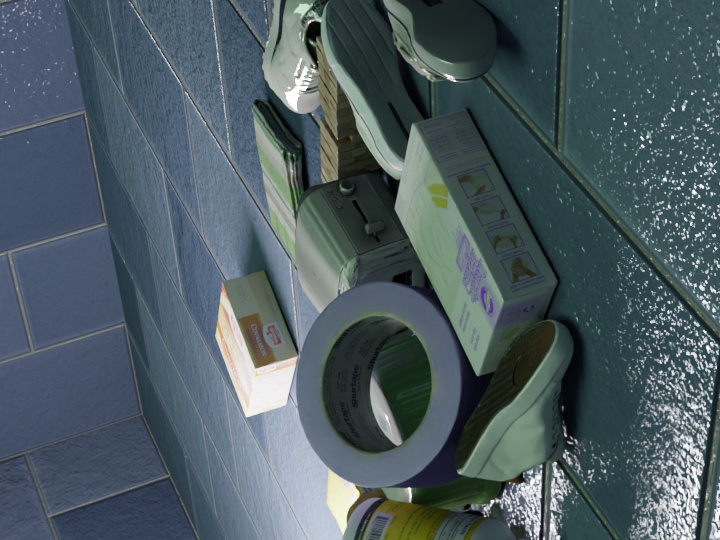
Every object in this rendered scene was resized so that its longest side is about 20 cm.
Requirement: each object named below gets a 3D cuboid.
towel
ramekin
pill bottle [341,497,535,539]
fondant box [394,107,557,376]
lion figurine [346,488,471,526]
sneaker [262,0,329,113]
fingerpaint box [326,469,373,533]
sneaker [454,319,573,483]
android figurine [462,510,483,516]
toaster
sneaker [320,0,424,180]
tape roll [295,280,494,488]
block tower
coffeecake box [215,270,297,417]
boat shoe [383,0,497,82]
[{"bbox_3d":[-0.100,-0.113,2.145,0.149,0.031,0.201,-123,20,-50],"label":"towel"},{"bbox_3d":[0.065,0.167,1.727,0.200,0.097,0.201,163,90,-74],"label":"ramekin"},{"bbox_3d":[0.088,0.298,1.617,0.199,0.112,0.113,7,121,28],"label":"pill bottle"},{"bbox_3d":[0.102,-0.026,1.480,0.144,0.058,0.201,100,148,-58],"label":"fondant box"},{"bbox_3d":[0.041,0.261,1.801,0.122,0.200,0.073,36,123,27],"label":"lion figurine"},{"bbox_3d":[-0.058,-0.238,1.787,0.081,0.076,0.200,52,157,30],"label":"sneaker"},{"bbox_3d":[0.031,0.325,2.057,0.167,0.073,0.200,93,152,-53],"label":"fingerpaint box"},{"bbox_3d":[0.160,0.121,1.452,0.073,0.084,0.200,-85,16,-44],"label":"sneaker"},{"bbox_3d":[0.148,0.369,1.765,0.182,0.041,0.201,-149,44,-67],"label":"android figurine"},{"bbox_3d":[0.000,0.000,1.755,0.200,0.113,0.129,93,153,-46],"label":"toaster"},{"bbox_3d":[0.009,-0.179,1.609,0.071,0.073,0.201,125,126,-66],"label":"sneaker"},{"bbox_3d":[0.038,0.114,1.587,0.199,0.085,0.201,-6,79,36],"label":"tape roll"},{"bbox_3d":[-0.011,-0.163,1.728,0.200,0.058,0.054,88,158,-47],"label":"block tower"},{"bbox_3d":[-0.164,0.116,2.509,0.200,0.073,0.154,107,144,-62],"label":"coffeecake box"},{"bbox_3d":[0.067,-0.198,1.398,0.200,0.072,0.066,-129,22,-55],"label":"boat shoe"}]
